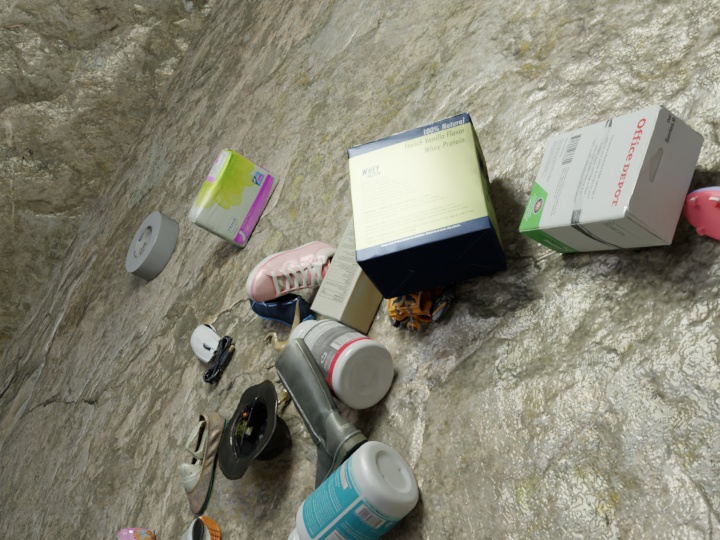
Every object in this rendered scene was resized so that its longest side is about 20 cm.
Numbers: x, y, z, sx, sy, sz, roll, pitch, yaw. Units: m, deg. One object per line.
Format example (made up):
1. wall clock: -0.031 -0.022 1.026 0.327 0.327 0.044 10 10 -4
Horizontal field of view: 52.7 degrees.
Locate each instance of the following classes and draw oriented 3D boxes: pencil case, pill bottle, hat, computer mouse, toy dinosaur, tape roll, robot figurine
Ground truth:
1. pencil case: -0.454 0.619 1.453 0.087 0.087 0.201 -45 36 23
2. pill bottle: -0.018 0.345 1.036 0.200 0.110 0.111 -46 36 21
3. hat: -0.177 0.298 1.313 0.200 0.080 0.202 -43 30 33
4. computer mouse: -0.353 0.174 1.665 0.199 0.044 0.111 28 90 56
5. toy dinosaur: -0.136 0.150 1.382 0.101 0.058 0.203 13 94 50
6. tape roll: -0.628 -0.074 2.189 0.199 0.066 0.202 -33 43 37
7. robot figurine: 0.098 0.000 1.173 0.144 0.058 0.202 -12 57 47
8. pill bottle: -0.041 0.146 1.208 0.199 0.110 0.112 20 83 56

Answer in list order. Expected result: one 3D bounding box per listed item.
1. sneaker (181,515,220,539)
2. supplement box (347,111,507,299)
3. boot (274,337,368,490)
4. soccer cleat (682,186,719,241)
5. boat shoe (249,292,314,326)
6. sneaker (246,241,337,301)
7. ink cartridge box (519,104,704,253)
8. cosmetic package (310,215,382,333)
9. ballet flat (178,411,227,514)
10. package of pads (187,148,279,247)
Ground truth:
1. sneaker: -0.306 0.558 1.317 0.092 0.075 0.202 -42 30 38
2. supplement box: 0.098 -0.093 1.089 0.197 0.134 0.202 -14 60 15
3. boot: -0.076 0.233 1.133 0.200 0.072 0.183 46 131 27
4. soccer cleat: 0.442 -0.068 0.775 0.076 0.067 0.199 -30 16 -21
5. boat shoe: -0.159 0.056 1.455 0.198 0.069 0.084 8 36 46
6. sneaker: -0.114 0.005 1.372 0.199 0.076 0.104 -28 30 -33
7. ink cartridge box: 0.308 -0.105 0.912 0.199 0.083 0.148 -2 64 66
8. cosmetic package: 0.000 0.000 1.293 0.105 0.071 0.202 17 80 55
9. ballet flat: -0.328 0.381 1.462 0.068 0.067 0.203 -19 53 46
10. package of pads: -0.309 -0.176 1.755 0.068 0.154 0.202 22 85 56
